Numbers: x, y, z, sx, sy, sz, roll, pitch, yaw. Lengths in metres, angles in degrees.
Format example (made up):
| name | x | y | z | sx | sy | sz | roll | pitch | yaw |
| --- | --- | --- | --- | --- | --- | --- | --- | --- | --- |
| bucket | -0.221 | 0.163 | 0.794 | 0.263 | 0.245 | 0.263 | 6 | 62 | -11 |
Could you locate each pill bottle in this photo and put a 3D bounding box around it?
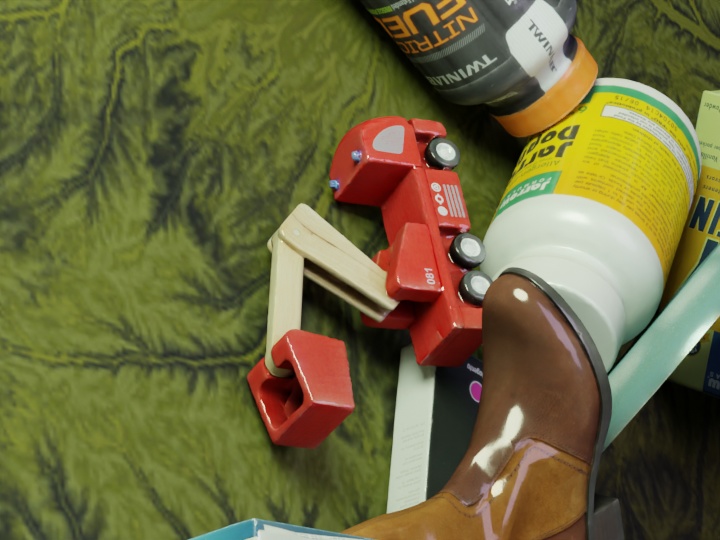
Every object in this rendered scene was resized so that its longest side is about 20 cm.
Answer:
| name | x | y | z | sx | sy | sz | roll | pitch | yaw |
| --- | --- | --- | --- | --- | --- | --- | --- | --- | --- |
| pill bottle | 0.136 | -0.021 | 1.247 | 0.113 | 0.113 | 0.200 | 50 | 39 | -20 |
| pill bottle | 0.060 | -0.174 | 1.247 | 0.200 | 0.106 | 0.106 | 47 | 43 | -22 |

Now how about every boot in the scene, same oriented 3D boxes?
| name | x | y | z | sx | sy | sz | roll | pitch | yaw |
| --- | --- | --- | --- | --- | --- | --- | --- | --- | --- |
| boot | 0.040 | 0.113 | 1.062 | 0.200 | 0.068 | 0.188 | -22 | 113 | -35 |

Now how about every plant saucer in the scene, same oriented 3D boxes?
| name | x | y | z | sx | sy | sz | roll | pitch | yaw |
| --- | --- | --- | --- | --- | --- | --- | --- | --- | --- |
| plant saucer | 0.175 | 0.048 | 1.214 | 0.027 | 0.200 | 0.200 | 41 | 40 | 6 |

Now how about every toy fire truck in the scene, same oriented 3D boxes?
| name | x | y | z | sx | sy | sz | roll | pitch | yaw |
| --- | --- | --- | --- | --- | --- | --- | --- | --- | --- |
| toy fire truck | 0.000 | 0.000 | 1.125 | 0.141 | 0.049 | 0.200 | 5 | 56 | -29 |

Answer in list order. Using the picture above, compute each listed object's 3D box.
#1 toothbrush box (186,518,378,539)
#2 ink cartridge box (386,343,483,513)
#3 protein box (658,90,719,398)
| name | x | y | z | sx | sy | sz | roll | pitch | yaw |
| --- | --- | --- | --- | --- | --- | --- | --- | --- | --- |
| toothbrush box | -0.078 | 0.197 | 0.830 | 0.085 | 0.200 | 0.147 | 18 | 58 | -45 |
| ink cartridge box | 0.056 | 0.143 | 1.145 | 0.095 | 0.037 | 0.200 | 32 | 52 | -35 |
| protein box | 0.315 | -0.016 | 1.375 | 0.200 | 0.135 | 0.199 | -11 | 115 | -51 |
